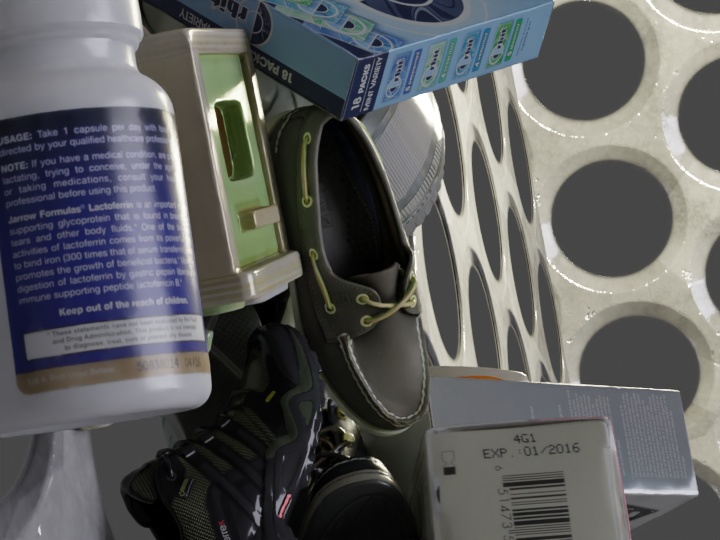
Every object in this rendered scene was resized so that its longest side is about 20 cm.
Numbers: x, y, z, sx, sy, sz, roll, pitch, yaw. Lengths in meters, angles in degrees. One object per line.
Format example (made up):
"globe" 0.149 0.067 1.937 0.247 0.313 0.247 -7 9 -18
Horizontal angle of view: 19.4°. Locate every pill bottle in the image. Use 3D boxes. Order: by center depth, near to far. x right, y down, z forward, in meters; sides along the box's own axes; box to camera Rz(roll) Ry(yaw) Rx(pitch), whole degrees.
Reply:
"pill bottle" -0.138 -0.028 0.978 0.116 0.115 0.201 14 68 -77

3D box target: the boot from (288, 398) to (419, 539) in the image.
"boot" -0.017 0.134 1.256 0.204 0.073 0.154 87 -10 -51

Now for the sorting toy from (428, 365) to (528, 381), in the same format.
"sorting toy" 0.026 0.176 1.539 0.107 0.200 0.181 14 65 -28

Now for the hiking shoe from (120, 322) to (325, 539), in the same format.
"hiking shoe" -0.079 0.109 1.162 0.076 0.100 0.201 116 -16 -54

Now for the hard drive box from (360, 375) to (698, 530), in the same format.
"hard drive box" 0.094 0.134 1.386 0.156 0.199 0.077 -41 -129 54

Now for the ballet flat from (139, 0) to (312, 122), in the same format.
"ballet flat" -0.084 -0.125 1.298 0.200 0.069 0.069 49 2 18

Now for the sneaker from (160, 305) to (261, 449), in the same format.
"sneaker" -0.090 0.101 1.262 0.080 0.070 0.201 109 -25 -64

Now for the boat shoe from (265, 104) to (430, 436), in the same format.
"boat shoe" -0.002 0.001 1.218 0.060 0.072 0.202 -8 -78 60

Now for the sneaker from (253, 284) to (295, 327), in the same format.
"sneaker" -0.039 0.035 1.314 0.074 0.079 0.201 51 -52 42

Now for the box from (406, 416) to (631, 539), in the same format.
"box" 0.087 0.178 1.219 0.200 0.109 0.128 98 -13 -67

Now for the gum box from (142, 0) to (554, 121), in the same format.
"gum box" -0.007 -0.165 1.271 0.200 0.170 0.045 -23 138 -47

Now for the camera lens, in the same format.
"camera lens" -0.032 -0.105 1.428 0.200 0.159 0.161 54 29 -65

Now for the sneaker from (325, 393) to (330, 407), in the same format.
"sneaker" -0.040 0.106 1.432 0.082 0.074 0.200 -90 166 -45

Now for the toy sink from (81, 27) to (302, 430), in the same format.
"toy sink" -0.103 -0.026 1.149 0.130 0.112 0.201 -25 105 -77
